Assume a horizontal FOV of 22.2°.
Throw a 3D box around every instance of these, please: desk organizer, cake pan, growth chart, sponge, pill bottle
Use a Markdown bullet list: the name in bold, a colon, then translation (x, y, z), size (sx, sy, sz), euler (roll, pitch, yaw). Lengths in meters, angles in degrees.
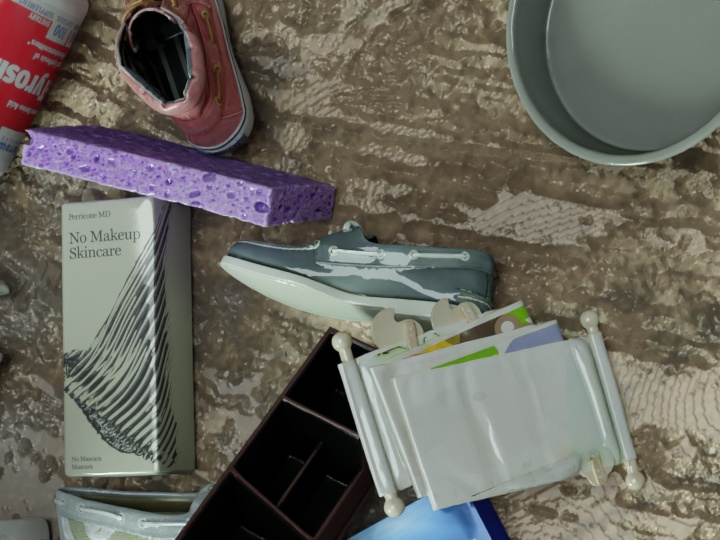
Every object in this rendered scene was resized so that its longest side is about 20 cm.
- **desk organizer**: translation (-0.041, 0.141, 1.229), size (0.072, 0.077, 0.200), euler (24, 58, 19)
- **cake pan**: translation (0.190, -0.167, 1.226), size (0.200, 0.037, 0.201), euler (-5, 82, 36)
- **growth chart**: translation (0.086, 0.087, 1.222), size (0.199, 0.018, 0.145), euler (-7, 78, -15)
- **sponge**: translation (-0.129, -0.070, 1.316), size (0.199, 0.111, 0.030), euler (14, 100, 20)
- **pill bottle**: translation (-0.296, -0.140, 1.383), size (0.112, 0.112, 0.201), euler (30, 95, 20)

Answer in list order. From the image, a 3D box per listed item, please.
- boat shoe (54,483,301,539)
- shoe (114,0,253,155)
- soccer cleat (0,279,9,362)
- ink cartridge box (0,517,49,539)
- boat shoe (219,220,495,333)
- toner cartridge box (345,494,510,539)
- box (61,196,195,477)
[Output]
- **boat shoe**: translation (-0.129, 0.175, 1.310), size (0.201, 0.074, 0.065), euler (-11, 94, 25)
- **shoe**: translation (-0.141, -0.182, 1.328), size (0.071, 0.091, 0.201), euler (-28, 65, 11)
- **soccer cleat**: translation (-0.319, 0.090, 1.390), size (0.086, 0.070, 0.201), euler (9, 88, 20)
- **ink cartridge box**: translation (-0.346, 0.233, 1.345), size (0.199, 0.145, 0.084), euler (-9, 82, 19)
- **boat shoe**: translation (0.000, 0.000, 1.292), size (0.199, 0.073, 0.062), euler (12, 75, 17)
- **toner cartridge box**: translation (0.013, 0.230, 1.272), size (0.200, 0.043, 0.095), euler (-32, 74, 14)
- **box**: translation (-0.169, 0.050, 1.342), size (0.082, 0.068, 0.201), euler (-5, 83, 19)
